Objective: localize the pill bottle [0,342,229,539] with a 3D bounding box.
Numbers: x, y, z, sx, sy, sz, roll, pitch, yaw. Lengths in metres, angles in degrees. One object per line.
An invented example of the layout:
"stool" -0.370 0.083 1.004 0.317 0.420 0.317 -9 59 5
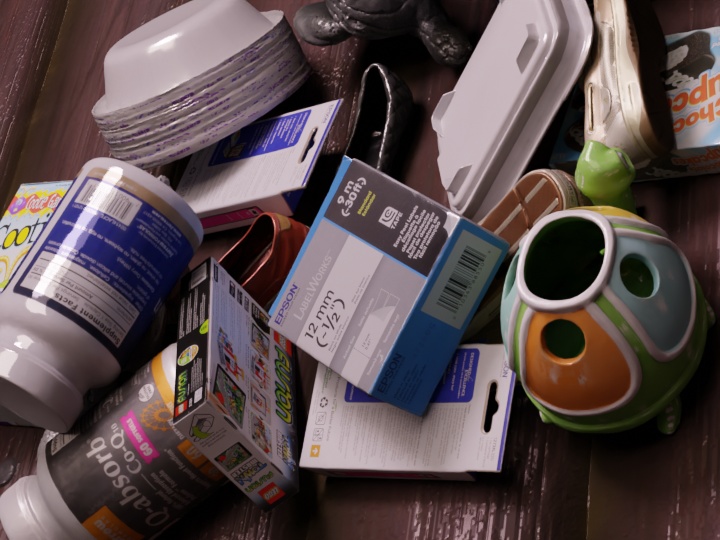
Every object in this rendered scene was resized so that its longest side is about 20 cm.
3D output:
"pill bottle" -0.184 0.158 1.634 0.200 0.116 0.117 -38 37 11

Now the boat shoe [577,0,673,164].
"boat shoe" 0.188 -0.157 1.537 0.065 0.072 0.201 -23 47 25

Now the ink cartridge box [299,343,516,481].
"ink cartridge box" 0.042 0.104 1.510 0.199 0.037 0.096 -5 69 45

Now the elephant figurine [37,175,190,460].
"elephant figurine" -0.216 0.050 1.740 0.140 0.156 0.201 -12 36 25

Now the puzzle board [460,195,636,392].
"puzzle board" 0.115 0.028 1.545 0.199 0.017 0.152 -17 47 35

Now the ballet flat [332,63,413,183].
"ballet flat" -0.004 -0.085 1.731 0.066 0.057 0.201 -11 49 37

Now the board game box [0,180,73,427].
"board game box" -0.292 0.030 1.870 0.103 0.105 0.201 0 55 45

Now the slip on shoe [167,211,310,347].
"slip on shoe" -0.118 0.031 1.733 0.200 0.061 0.074 -49 38 0

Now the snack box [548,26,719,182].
"snack box" 0.244 -0.126 1.541 0.199 0.037 0.117 -5 53 42

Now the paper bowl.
"paper bowl" -0.153 -0.181 1.868 0.199 0.105 0.201 -24 16 7

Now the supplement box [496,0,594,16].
"supplement box" 0.195 -0.329 1.697 0.199 0.134 0.201 -21 43 31

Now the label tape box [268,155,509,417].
"label tape box" 0.000 0.000 1.528 0.200 0.066 0.144 31 95 45

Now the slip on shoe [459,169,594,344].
"slip on shoe" 0.100 -0.004 1.531 0.200 0.060 0.076 -46 60 31

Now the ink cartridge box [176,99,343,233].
"ink cartridge box" -0.088 -0.089 1.809 0.199 0.037 0.095 -12 47 49

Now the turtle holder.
"turtle holder" 0.169 0.012 1.392 0.140 0.132 0.186 24 71 39

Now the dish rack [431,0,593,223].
"dish rack" 0.110 -0.143 1.601 0.172 0.043 0.201 -99 31 -56

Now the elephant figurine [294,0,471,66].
"elephant figurine" 0.000 -0.259 1.806 0.154 0.142 0.201 -24 40 23

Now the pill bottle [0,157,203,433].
"pill bottle" -0.220 0.021 1.629 0.115 0.116 0.201 9 61 48

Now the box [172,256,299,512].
"box" -0.095 0.085 1.591 0.035 0.110 0.201 -34 27 17
